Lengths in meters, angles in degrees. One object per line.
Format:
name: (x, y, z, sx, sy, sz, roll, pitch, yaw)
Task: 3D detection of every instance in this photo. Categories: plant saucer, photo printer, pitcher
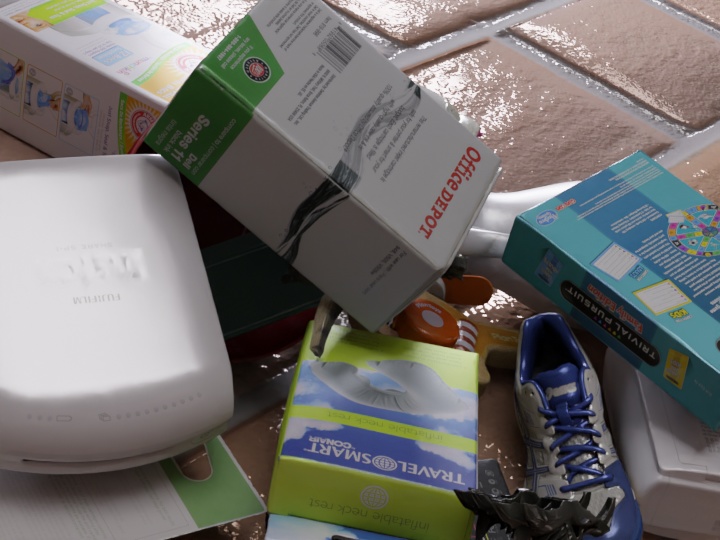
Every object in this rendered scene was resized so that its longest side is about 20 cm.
plant saucer: (-0.108, 0.022, 1.066, 0.199, 0.070, 0.019, -20, 19, -26)
photo printer: (-0.171, 0.027, 0.940, 0.165, 0.070, 0.201, -5, 60, -23)
pitcher: (0.161, -0.013, 1.208, 0.198, 0.122, 0.172, 9, 7, -1)
photo printer: (0.266, 0.116, 1.124, 0.165, 0.070, 0.201, 10, 33, -8)

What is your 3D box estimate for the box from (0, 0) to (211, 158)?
box: (-0.210, -0.150, 1.294, 0.199, 0.102, 0.112, 29, 36, 19)

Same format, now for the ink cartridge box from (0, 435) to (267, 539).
ink cartridge box: (-0.178, 0.137, 0.940, 0.199, 0.048, 0.146, -7, 40, -33)

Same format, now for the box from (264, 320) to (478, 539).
box: (0.011, 0.105, 0.946, 0.121, 0.048, 0.200, 11, 25, -1)

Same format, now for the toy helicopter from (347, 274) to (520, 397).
toy helicopter: (0.078, 0.048, 1.158, 0.199, 0.079, 0.133, 11, 33, -30)

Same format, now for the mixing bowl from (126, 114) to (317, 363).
mixing bowl: (-0.106, -0.041, 1.127, 0.199, 0.202, 0.108, -5, 11, -27)

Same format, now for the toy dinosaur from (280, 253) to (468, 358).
toy dinosaur: (0.000, 0.000, 1.060, 0.088, 0.048, 0.200, 30, 33, 25)

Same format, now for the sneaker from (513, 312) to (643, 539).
sneaker: (0.137, 0.113, 1.042, 0.075, 0.089, 0.201, -15, 39, 1)

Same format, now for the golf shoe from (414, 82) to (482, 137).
golf shoe: (0.014, -0.072, 1.241, 0.092, 0.075, 0.200, 44, 61, -11)

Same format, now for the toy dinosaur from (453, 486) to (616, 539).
toy dinosaur: (0.091, 0.188, 0.822, 0.199, 0.137, 0.102, 3, -5, -33)

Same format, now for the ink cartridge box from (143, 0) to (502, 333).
ink cartridge box: (-0.019, -0.078, 1.005, 0.200, 0.083, 0.147, 40, 40, -5)

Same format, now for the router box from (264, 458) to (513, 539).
router box: (0.032, 0.200, 0.917, 0.149, 0.062, 0.200, 4, 35, -17)

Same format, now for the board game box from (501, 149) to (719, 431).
board game box: (0.224, 0.008, 1.090, 0.151, 0.047, 0.200, -27, 56, -37)
